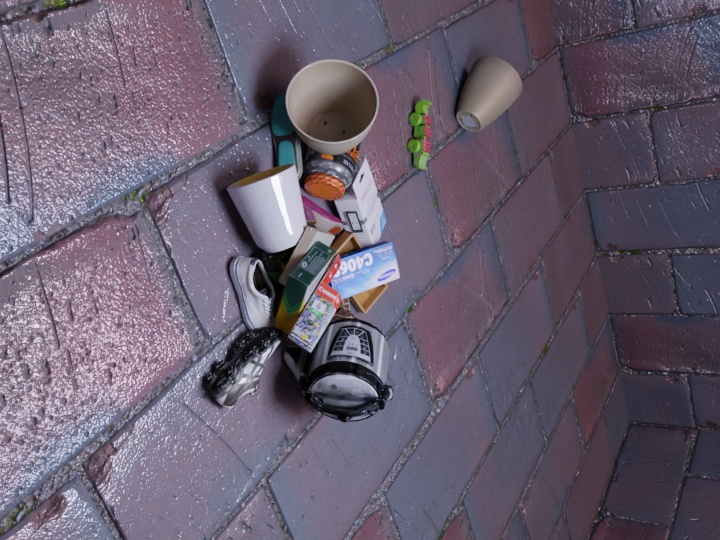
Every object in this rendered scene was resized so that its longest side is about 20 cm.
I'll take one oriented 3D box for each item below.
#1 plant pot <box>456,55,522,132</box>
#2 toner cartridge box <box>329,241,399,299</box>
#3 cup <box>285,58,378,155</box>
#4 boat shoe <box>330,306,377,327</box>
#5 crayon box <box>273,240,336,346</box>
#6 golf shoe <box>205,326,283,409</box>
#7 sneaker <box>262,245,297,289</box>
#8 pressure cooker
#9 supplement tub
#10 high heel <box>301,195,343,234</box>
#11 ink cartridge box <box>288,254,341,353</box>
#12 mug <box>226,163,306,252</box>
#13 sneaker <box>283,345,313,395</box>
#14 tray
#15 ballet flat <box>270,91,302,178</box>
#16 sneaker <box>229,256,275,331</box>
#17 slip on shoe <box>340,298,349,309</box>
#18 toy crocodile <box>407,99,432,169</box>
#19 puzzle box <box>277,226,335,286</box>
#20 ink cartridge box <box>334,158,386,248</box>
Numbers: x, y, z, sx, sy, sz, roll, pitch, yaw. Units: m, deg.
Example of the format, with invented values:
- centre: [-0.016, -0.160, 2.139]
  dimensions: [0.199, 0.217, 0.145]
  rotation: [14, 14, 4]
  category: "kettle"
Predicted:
- centre: [0.399, -0.554, 2.297]
  dimensions: [0.201, 0.186, 0.188]
  rotation: [-56, 132, -20]
  category: "plant pot"
- centre: [0.000, 0.000, 1.715]
  dimensions: [0.198, 0.043, 0.097]
  rotation: [-20, 104, -31]
  category: "toner cartridge box"
- centre: [-0.063, -0.334, 1.545]
  dimensions: [0.144, 0.197, 0.204]
  rotation: [100, 2, -71]
  category: "cup"
- centre: [-0.051, 0.118, 1.644]
  dimensions: [0.196, 0.070, 0.072]
  rotation: [9, 70, -17]
  category: "boat shoe"
- centre: [-0.122, 0.050, 1.500]
  dimensions: [0.126, 0.051, 0.202]
  rotation: [-54, 169, -45]
  category: "crayon box"
- centre: [-0.231, 0.198, 1.457]
  dimensions: [0.200, 0.077, 0.096]
  rotation: [-42, 134, -29]
  category: "golf shoe"
- centre: [-0.167, -0.033, 1.573]
  dimensions: [0.200, 0.077, 0.086]
  rotation: [-49, 162, -51]
  category: "sneaker"
- centre: [-0.024, 0.229, 1.527]
  dimensions: [0.178, 0.175, 0.202]
  rotation: [42, 35, -26]
  category: "pressure cooker"
- centre: [-0.066, -0.278, 1.666]
  dimensions: [0.122, 0.121, 0.203]
  rotation: [33, 62, -48]
  category: "supplement tub"
- centre: [-0.104, -0.138, 1.670]
  dimensions: [0.097, 0.067, 0.199]
  rotation: [62, 15, 17]
  category: "high heel"
- centre: [-0.077, 0.073, 1.492]
  dimensions: [0.202, 0.050, 0.109]
  rotation: [-59, 173, -8]
  category: "ink cartridge box"
- centre: [-0.173, -0.132, 1.481]
  dimensions: [0.186, 0.147, 0.156]
  rotation: [-38, 114, -50]
  category: "mug"
- centre: [-0.113, 0.257, 1.619]
  dimensions: [0.200, 0.080, 0.076]
  rotation: [49, 34, -17]
  category: "sneaker"
- centre: [-0.013, 0.006, 1.775]
  dimensions: [0.099, 0.037, 0.201]
  rotation: [-48, 128, -18]
  category: "tray"
- centre: [-0.165, -0.297, 1.594]
  dimensions: [0.064, 0.066, 0.204]
  rotation: [-12, 100, -81]
  category: "ballet flat"
- centre: [-0.213, 0.064, 1.487]
  dimensions: [0.073, 0.070, 0.203]
  rotation: [-48, 128, -43]
  category: "sneaker"
- centre: [-0.062, 0.136, 1.708]
  dimensions: [0.075, 0.061, 0.204]
  rotation: [0, 70, -21]
  category: "slip on shoe"
- centre: [0.181, -0.397, 2.062]
  dimensions: [0.067, 0.061, 0.204]
  rotation: [11, 80, -53]
  category: "toy crocodile"
- centre: [-0.115, -0.029, 1.547]
  dimensions: [0.134, 0.025, 0.200]
  rotation: [-61, 172, 4]
  category: "puzzle box"
- centre: [-0.003, -0.164, 1.755]
  dimensions: [0.117, 0.067, 0.202]
  rotation: [-67, 148, -42]
  category: "ink cartridge box"
